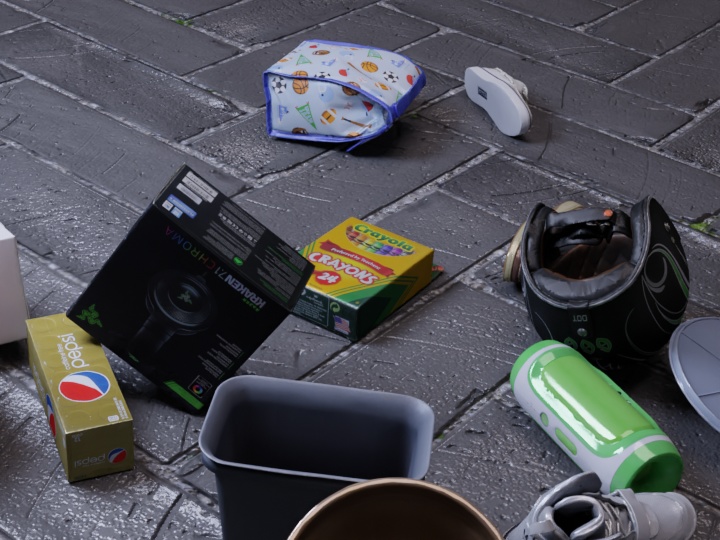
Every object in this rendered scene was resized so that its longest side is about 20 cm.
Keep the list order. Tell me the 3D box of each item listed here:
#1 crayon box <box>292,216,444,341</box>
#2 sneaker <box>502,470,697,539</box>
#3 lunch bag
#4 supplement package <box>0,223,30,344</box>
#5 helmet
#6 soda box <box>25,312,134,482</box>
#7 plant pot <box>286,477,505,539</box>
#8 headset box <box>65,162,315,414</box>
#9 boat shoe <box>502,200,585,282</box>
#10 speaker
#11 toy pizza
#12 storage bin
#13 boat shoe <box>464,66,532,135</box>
[{"bbox_3d":[0.000,0.000,1.543,0.127,0.051,0.200,22,36,26],"label":"crayon box"},{"bbox_3d":[0.223,0.227,1.137,0.200,0.115,0.075,-10,61,-16],"label":"sneaker"},{"bbox_3d":[-0.019,-0.258,1.885,0.200,0.124,0.170,6,31,18],"label":"lunch bag"},{"bbox_3d":[-0.470,0.025,1.363,0.200,0.120,0.121,-14,21,-26],"label":"supplement package"},{"bbox_3d":[0.274,0.012,1.426,0.200,0.191,0.200,-12,58,21],"label":"helmet"},{"bbox_3d":[-0.288,0.123,1.302,0.068,0.064,0.200,-10,34,-21],"label":"soda box"},{"bbox_3d":[0.027,0.277,1.035,0.201,0.093,0.201,1,62,-3],"label":"plant pot"},{"bbox_3d":[-0.178,0.025,1.310,0.174,0.200,0.093,39,34,-8],"label":"headset box"},{"bbox_3d":[0.250,-0.031,1.606,0.072,0.072,0.200,23,31,29],"label":"boat shoe"},{"bbox_3d":[0.235,0.153,1.296,0.088,0.088,0.200,-12,36,-24],"label":"speaker"},{"bbox_3d":[0.413,0.131,1.366,0.200,0.032,0.200,17,40,-15],"label":"toy pizza"},{"bbox_3d":[-0.040,0.187,1.163,0.200,0.134,0.146,7,32,3],"label":"storage bin"},{"bbox_3d":[0.227,-0.266,1.978,0.066,0.072,0.200,-11,27,-15],"label":"boat shoe"}]
